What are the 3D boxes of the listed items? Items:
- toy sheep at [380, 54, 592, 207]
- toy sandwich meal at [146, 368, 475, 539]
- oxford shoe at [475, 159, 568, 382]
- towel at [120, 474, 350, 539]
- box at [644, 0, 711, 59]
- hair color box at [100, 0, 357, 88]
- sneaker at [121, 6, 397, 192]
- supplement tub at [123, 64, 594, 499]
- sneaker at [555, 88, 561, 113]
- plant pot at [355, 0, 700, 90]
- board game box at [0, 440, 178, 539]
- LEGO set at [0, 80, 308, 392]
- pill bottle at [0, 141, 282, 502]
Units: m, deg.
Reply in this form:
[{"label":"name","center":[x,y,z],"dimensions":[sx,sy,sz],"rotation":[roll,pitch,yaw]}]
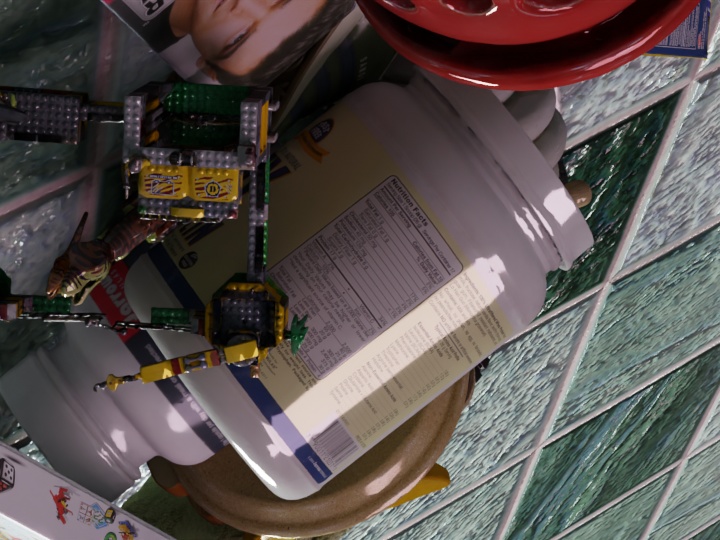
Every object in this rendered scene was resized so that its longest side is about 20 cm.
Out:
[{"label":"toy sheep","center":[0.051,-0.074,1.424],"dimensions":[0.137,0.138,0.201],"rotation":[-26,119,-29]},{"label":"toy sandwich meal","center":[-0.029,0.073,1.492],"dimensions":[0.205,0.205,0.070],"rotation":[-38,147,-2]},{"label":"oxford shoe","center":[0.062,-0.008,1.630],"dimensions":[0.084,0.073,0.200],"rotation":[-6,-142,47]},{"label":"towel","center":[-0.044,0.117,1.587],"dimensions":[0.200,0.148,0.037],"rotation":[-44,128,-47]},{"label":"box","center":[0.127,-0.202,1.232],"dimensions":[0.064,0.070,0.202],"rotation":[-1,98,-53]},{"label":"hair color box","center":[-0.070,-0.149,1.180],"dimensions":[0.099,0.061,0.200],"rotation":[-40,159,3]},{"label":"sneaker","center":[-0.028,-0.100,1.329],"dimensions":[0.200,0.067,0.090],"rotation":[-49,151,15]},{"label":"supplement tub","center":[0.000,0.000,1.296],"dimensions":[0.200,0.145,0.145],"rotation":[-38,158,-2]},{"label":"sneaker","center":[0.038,-0.054,1.527],"dimensions":[0.080,0.077,0.200],"rotation":[6,130,-48]},{"label":"plant pot","center":[0.061,-0.184,1.098],"dimensions":[0.200,0.201,0.183],"rotation":[-36,148,-7]},{"label":"board game box","center":[-0.173,0.127,1.375],"dimensions":[0.200,0.126,0.035],"rotation":[35,71,-40]},{"label":"LEGO set","center":[-0.115,-0.021,1.158],"dimensions":[0.116,0.198,0.155],"rotation":[-75,176,-82]},{"label":"pill bottle","center":[-0.091,0.033,1.422],"dimensions":[0.200,0.120,0.120],"rotation":[-38,158,-2]}]
